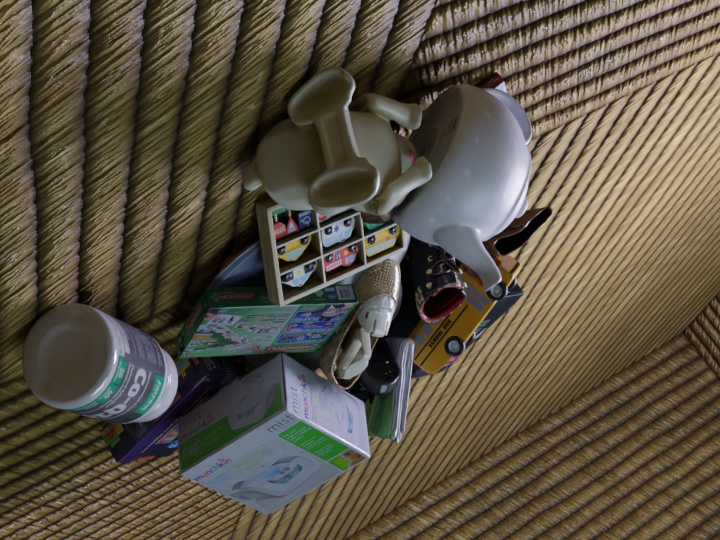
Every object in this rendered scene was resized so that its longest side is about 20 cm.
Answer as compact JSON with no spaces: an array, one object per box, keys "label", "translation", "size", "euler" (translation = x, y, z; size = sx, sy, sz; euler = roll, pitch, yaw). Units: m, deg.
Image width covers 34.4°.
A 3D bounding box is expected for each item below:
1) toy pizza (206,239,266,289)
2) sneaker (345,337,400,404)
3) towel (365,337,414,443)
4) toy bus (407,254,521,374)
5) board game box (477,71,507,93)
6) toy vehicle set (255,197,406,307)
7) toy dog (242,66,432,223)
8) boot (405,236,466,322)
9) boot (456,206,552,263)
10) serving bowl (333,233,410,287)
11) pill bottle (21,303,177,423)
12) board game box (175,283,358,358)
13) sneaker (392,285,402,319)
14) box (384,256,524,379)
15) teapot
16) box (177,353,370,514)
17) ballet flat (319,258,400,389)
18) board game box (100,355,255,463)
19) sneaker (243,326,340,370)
[{"label":"toy pizza","translation":[-0.120,0.000,1.460],"size":[0.198,0.032,0.201],"euler":[-32,159,-14]},{"label":"sneaker","translation":[0.008,0.158,1.660],"size":[0.200,0.059,0.106],"euler":[-105,-149,-68]},{"label":"towel","translation":[0.029,0.173,1.717],"size":[0.023,0.150,0.200],"euler":[10,174,-18]},{"label":"toy bus","translation":[0.146,0.056,1.668],"size":[0.201,0.078,0.065],"euler":[-56,171,25]},{"label":"board game box","translation":[0.154,-0.183,1.523],"size":[0.102,0.020,0.200],"euler":[-39,160,1]},{"label":"toy vehicle set","translation":[-0.031,-0.052,1.397],"size":[0.198,0.026,0.126],"euler":[-24,121,-31]},{"label":"toy dog","translation":[-0.010,-0.107,1.252],"size":[0.192,0.141,0.199],"euler":[-30,164,26]},{"label":"boot","translation":[0.107,-0.039,1.561],"size":[0.072,0.153,0.201],"euler":[2,147,-21]},{"label":"boot","translation":[0.199,-0.078,1.628],"size":[0.187,0.069,0.199],"euler":[-32,-171,-25]},{"label":"serving bowl","translation":[0.000,0.000,1.549],"size":[0.200,0.066,0.200],"euler":[-43,170,-10]},{"label":"pill bottle","translation":[-0.286,0.112,1.315],"size":[0.112,0.114,0.200],"euler":[-37,161,3]},{"label":"board game box","translation":[-0.118,0.063,1.447],"size":[0.197,0.030,0.135],"euler":[-1,151,-28]},{"label":"sneaker","translation":[-0.023,0.073,1.719],"size":[0.129,0.080,0.201],"euler":[-21,155,-39]},{"label":"box","translation":[0.121,0.047,1.795],"size":[0.200,0.149,0.124],"euler":[-45,160,26]},{"label":"teapot","translation":[0.133,-0.110,1.350],"size":[0.202,0.144,0.198],"euler":[-61,-162,10]},{"label":"box","translation":[-0.118,0.223,1.574],"size":[0.199,0.098,0.176],"euler":[-32,136,25]},{"label":"ballet flat","translation":[0.008,0.076,1.497],"size":[0.069,0.066,0.202],"euler":[3,130,-28]},{"label":"board game box","translation":[-0.243,0.187,1.642],"size":[0.200,0.057,0.165],"euler":[-43,160,20]},{"label":"sneaker","translation":[-0.069,0.098,1.625],"size":[0.196,0.076,0.085],"euler":[0,-162,18]}]
